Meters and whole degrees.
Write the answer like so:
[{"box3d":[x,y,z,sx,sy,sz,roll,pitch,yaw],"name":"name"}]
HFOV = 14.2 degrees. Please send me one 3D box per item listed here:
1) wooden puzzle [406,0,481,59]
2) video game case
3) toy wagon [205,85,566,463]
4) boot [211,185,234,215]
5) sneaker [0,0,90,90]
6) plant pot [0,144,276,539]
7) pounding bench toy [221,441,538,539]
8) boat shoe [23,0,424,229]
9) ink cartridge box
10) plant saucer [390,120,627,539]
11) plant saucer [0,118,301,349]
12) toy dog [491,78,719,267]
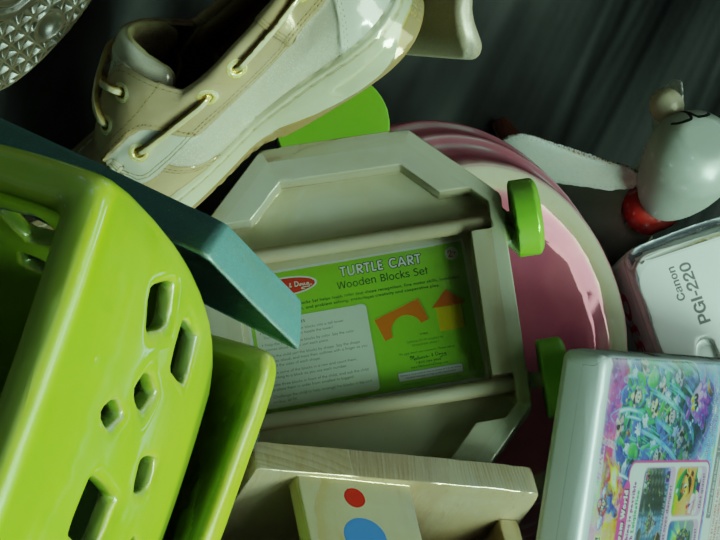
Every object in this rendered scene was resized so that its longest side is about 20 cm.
[{"box3d":[0.006,-0.192,1.201,0.037,0.185,0.200,4,94,-28],"name":"wooden puzzle"},{"box3d":[0.120,0.134,1.217,0.182,0.024,0.200,6,94,-59],"name":"video game case"},{"box3d":[0.000,0.000,1.187,0.040,0.155,0.200,87,-6,-77],"name":"toy wagon"},{"box3d":[-0.050,0.070,1.274,0.151,0.073,0.200,-52,128,-31],"name":"boot"},{"box3d":[-0.130,-0.166,1.120,0.070,0.076,0.200,5,117,-53],"name":"sneaker"},{"box3d":[-0.155,0.070,1.040,0.181,0.200,0.199,39,67,-56],"name":"plant pot"},{"box3d":[-0.011,0.192,1.142,0.124,0.200,0.156,7,49,-25],"name":"pounding bench toy"},{"box3d":[-0.072,-0.073,1.148,0.069,0.200,0.074,47,19,-27],"name":"boat shoe"},{"box3d":[0.166,0.065,1.410,0.085,0.200,0.146,-18,82,-10],"name":"ink cartridge box"},{"box3d":[0.046,0.030,1.265,0.200,0.051,0.201,8,76,-37],"name":"plant saucer"},{"box3d":[-0.102,-0.026,1.074,0.019,0.200,0.070,-55,138,-10],"name":"plant saucer"},{"box3d":[0.113,-0.051,1.383,0.132,0.200,0.096,-14,78,-47],"name":"toy dog"}]
